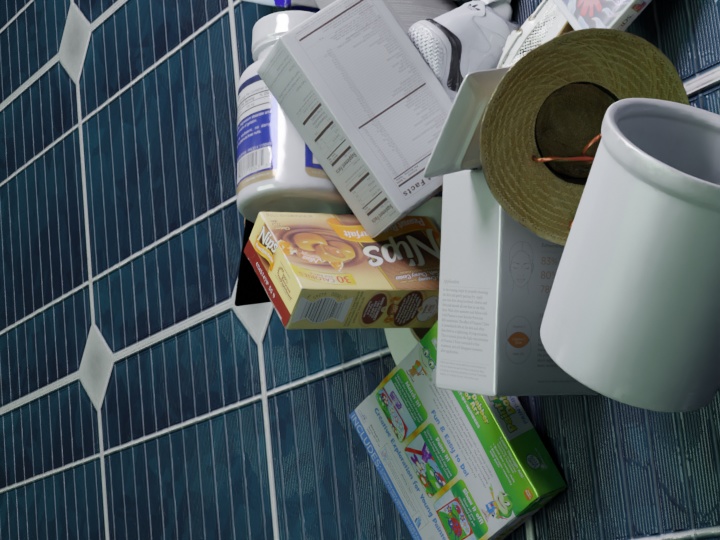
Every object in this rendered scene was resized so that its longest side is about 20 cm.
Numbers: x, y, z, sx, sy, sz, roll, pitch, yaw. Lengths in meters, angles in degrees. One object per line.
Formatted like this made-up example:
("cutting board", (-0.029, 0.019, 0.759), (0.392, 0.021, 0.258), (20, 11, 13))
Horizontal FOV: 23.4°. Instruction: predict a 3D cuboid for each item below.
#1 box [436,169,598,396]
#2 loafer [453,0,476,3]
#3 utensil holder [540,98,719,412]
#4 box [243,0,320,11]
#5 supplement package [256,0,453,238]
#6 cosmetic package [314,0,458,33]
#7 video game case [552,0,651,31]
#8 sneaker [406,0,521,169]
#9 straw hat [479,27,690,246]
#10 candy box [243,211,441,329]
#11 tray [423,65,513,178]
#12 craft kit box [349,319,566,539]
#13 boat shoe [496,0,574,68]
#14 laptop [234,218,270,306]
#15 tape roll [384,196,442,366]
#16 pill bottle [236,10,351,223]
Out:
("box", (0.147, 0.011, 1.597), (0.097, 0.123, 0.202), (4, 92, 58))
("loafer", (0.084, -0.321, 1.768), (0.201, 0.070, 0.069), (48, 127, 48))
("utensil holder", (0.247, -0.013, 1.404), (0.170, 0.169, 0.201), (50, 131, 47))
("box", (-0.078, -0.396, 2.000), (0.199, 0.104, 0.186), (21, 107, 56))
("supplement package", (0.009, -0.151, 1.661), (0.201, 0.113, 0.110), (56, 161, 1))
("cosmetic package", (0.036, -0.263, 1.810), (0.201, 0.106, 0.091), (59, 135, 43))
("video game case", (0.222, -0.319, 1.542), (0.182, 0.023, 0.201), (-49, 47, 22))
("sneaker", (0.118, -0.180, 1.705), (0.075, 0.114, 0.201), (43, 159, 43))
("straw hat", (0.187, -0.125, 1.511), (0.085, 0.199, 0.203), (-110, 33, -64))
("candy box", (0.000, 0.000, 1.695), (0.116, 0.198, 0.056), (60, 137, 40))
("tray", (0.142, -0.135, 1.559), (0.022, 0.199, 0.108), (39, 123, 28))
("craft kit box", (0.090, 0.176, 1.717), (0.201, 0.048, 0.198), (61, 142, 18))
("boat shoe", (0.165, -0.198, 1.638), (0.200, 0.070, 0.070), (-52, 46, 30))
("laptop", (-0.090, -0.073, 1.940), (0.200, 0.115, 0.189), (-131, 48, -69))
("tape roll", (0.088, 0.026, 1.775), (0.202, 0.037, 0.205), (-6, 83, 57))
("pill bottle", (-0.066, -0.154, 1.769), (0.119, 0.119, 0.202), (-28, 56, 54))
